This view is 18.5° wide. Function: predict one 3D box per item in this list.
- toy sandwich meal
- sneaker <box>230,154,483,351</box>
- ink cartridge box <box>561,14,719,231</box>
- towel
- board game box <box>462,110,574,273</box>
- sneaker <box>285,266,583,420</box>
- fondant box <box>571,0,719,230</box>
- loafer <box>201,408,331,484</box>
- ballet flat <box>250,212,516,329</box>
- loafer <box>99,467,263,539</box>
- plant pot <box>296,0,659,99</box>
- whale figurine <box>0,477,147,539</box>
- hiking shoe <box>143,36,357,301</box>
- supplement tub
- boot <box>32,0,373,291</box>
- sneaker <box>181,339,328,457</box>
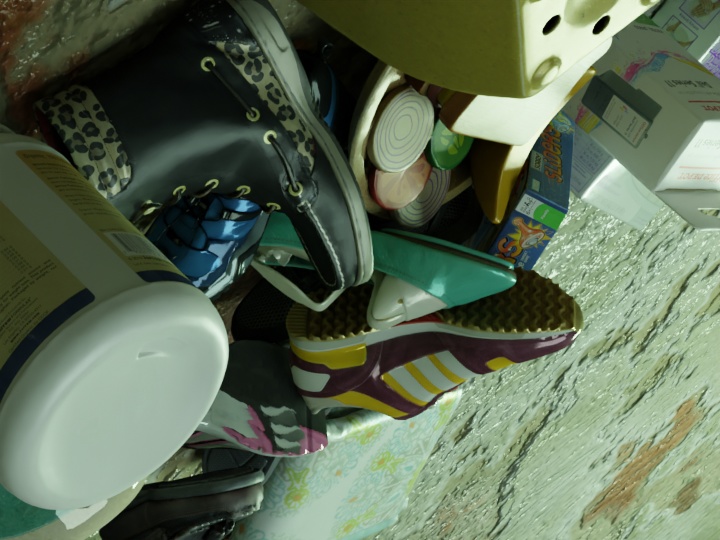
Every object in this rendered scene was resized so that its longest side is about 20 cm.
[{"bbox_3d":[0.079,-0.106,1.421,0.205,0.070,0.205,-34,147,-26],"label":"toy sandwich meal"},{"bbox_3d":[-0.019,-0.025,1.531,0.199,0.076,0.114,-33,137,2],"label":"sneaker"},{"bbox_3d":[0.214,-0.115,1.580,0.117,0.200,0.067,-3,133,-54],"label":"ink cartridge box"},{"bbox_3d":[-0.014,0.165,1.850,0.200,0.048,0.171,-16,139,-45],"label":"towel"},{"bbox_3d":[0.108,-0.046,1.589,0.135,0.034,0.200,-60,-171,29],"label":"board game box"},{"bbox_3d":[0.052,0.053,1.498,0.200,0.075,0.090,-2,129,7],"label":"sneaker"},{"bbox_3d":[0.246,-0.135,1.767,0.200,0.058,0.144,-51,154,11],"label":"fondant box"},{"bbox_3d":[-0.050,0.090,1.674,0.200,0.072,0.063,-51,174,28],"label":"loafer"},{"bbox_3d":[0.000,0.000,1.449,0.067,0.200,0.070,72,36,-77],"label":"ballet flat"},{"bbox_3d":[-0.123,0.178,1.554,0.072,0.063,0.200,-10,176,-35],"label":"loafer"},{"bbox_3d":[0.067,-0.213,1.221,0.195,0.200,0.194,-37,154,-14],"label":"plant pot"},{"bbox_3d":[-0.210,0.087,1.312,0.159,0.200,0.104,-36,124,-14],"label":"whale figurine"},{"bbox_3d":[-0.085,-0.060,1.393,0.200,0.074,0.087,-48,147,-13],"label":"hiking shoe"},{"bbox_3d":[-0.183,0.016,1.188,0.144,0.200,0.144,-32,146,-24],"label":"supplement tub"},{"bbox_3d":[-0.090,-0.052,1.303,0.154,0.073,0.204,-31,113,-18],"label":"boot"},{"bbox_3d":[-0.117,0.088,1.517,0.200,0.080,0.086,14,160,-32],"label":"sneaker"}]
